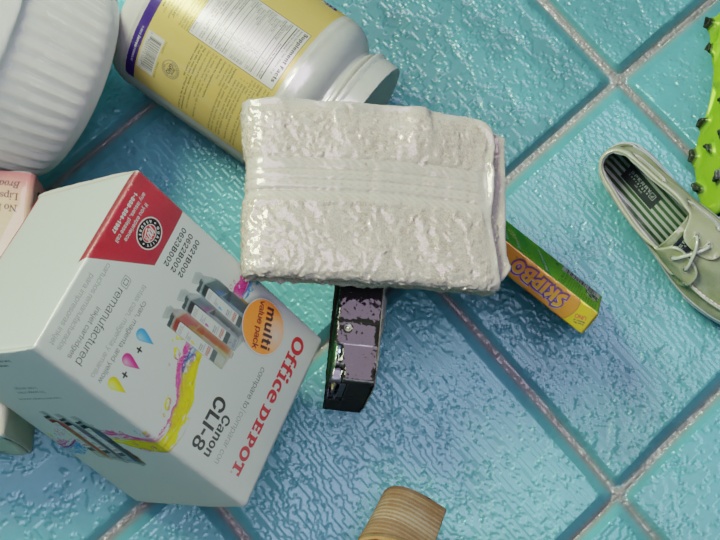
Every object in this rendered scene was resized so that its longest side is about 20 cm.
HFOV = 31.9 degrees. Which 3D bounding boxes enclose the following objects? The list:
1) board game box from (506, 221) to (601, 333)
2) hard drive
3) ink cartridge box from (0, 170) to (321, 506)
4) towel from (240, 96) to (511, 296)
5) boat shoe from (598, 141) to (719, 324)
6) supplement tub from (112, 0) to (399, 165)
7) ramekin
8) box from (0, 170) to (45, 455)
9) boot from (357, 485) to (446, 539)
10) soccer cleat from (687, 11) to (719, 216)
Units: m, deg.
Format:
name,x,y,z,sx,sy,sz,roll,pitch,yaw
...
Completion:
name,x,y,z,sx,sy,sz,roll,pitch,yaw
board game box,0.109,-0.027,1.014,0.200,0.095,0.030,41,103,6
hard drive,0.000,0.000,0.976,0.037,0.140,0.203,7,74,-2
ink cartridge box,-0.157,0.055,0.893,0.200,0.144,0.146,44,58,-31
towel,0.012,-0.052,0.899,0.197,0.034,0.134,3,75,-14
boat shoe,0.263,-0.023,1.031,0.200,0.062,0.072,47,113,15
supplement tub,-0.083,-0.165,1.010,0.199,0.146,0.146,35,75,5
ramekin,-0.270,-0.166,0.973,0.104,0.199,0.203,21,72,-33
box,-0.311,0.032,0.960,0.126,0.109,0.203,3,75,-4
boot,0.074,0.263,0.911,0.199,0.077,0.156,31,51,-7
soccer cleat,0.332,-0.139,1.079,0.080,0.067,0.203,15,74,-14
